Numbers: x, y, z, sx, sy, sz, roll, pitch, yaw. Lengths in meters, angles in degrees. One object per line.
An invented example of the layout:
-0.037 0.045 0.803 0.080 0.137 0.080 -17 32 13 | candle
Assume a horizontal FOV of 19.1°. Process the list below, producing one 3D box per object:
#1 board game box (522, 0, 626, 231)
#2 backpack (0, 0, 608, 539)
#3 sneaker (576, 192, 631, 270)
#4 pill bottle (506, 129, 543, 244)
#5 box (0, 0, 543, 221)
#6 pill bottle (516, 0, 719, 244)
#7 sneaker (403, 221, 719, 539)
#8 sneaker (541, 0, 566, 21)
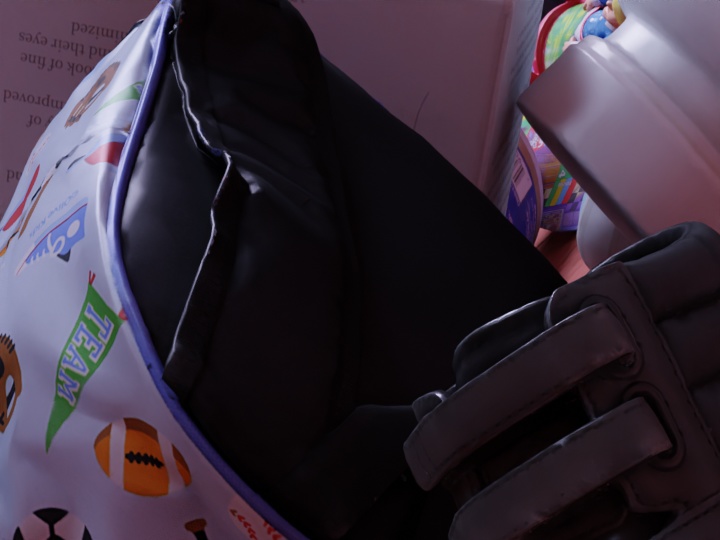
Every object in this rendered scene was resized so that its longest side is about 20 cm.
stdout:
0.119 -0.117 0.979 0.200 0.039 0.159 -45 28 26 | board game box
-0.019 0.039 0.503 0.154 0.199 0.191 -50 12 20 | backpack
0.120 -0.083 0.716 0.082 0.074 0.201 22 75 50 | sneaker
0.000 0.000 0.905 0.120 0.120 0.200 -39 7 30 | pill bottle
-0.035 -0.011 0.655 0.106 0.151 0.202 -58 -21 -69 | box
0.143 -0.085 0.604 0.200 0.113 0.113 -42 6 2 | pill bottle
0.038 0.064 0.330 0.071 0.099 0.200 -36 10 32 | sneaker
0.104 -0.127 1.205 0.070 0.109 0.200 -45 0 1 | sneaker
